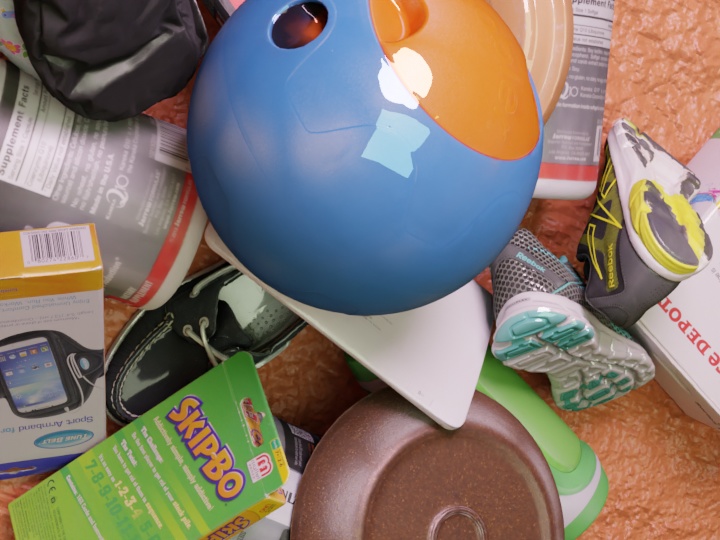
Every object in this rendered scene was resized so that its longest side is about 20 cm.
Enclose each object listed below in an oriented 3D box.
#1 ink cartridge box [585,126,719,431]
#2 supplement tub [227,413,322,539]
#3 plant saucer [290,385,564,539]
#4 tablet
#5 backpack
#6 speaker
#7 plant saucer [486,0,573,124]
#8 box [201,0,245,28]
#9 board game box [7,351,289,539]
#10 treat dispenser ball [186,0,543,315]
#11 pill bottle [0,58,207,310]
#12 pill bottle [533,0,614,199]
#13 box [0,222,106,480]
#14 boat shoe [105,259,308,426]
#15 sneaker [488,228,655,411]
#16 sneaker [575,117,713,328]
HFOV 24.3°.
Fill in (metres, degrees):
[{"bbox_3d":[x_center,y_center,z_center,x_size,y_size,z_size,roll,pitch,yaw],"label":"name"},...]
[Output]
[{"bbox_3d":[0.275,-0.003,1.193,0.200,0.084,0.145,-48,110,-9],"label":"ink cartridge box"},{"bbox_3d":[-0.023,0.177,1.086,0.199,0.122,0.123,26,88,-21],"label":"supplement tub"},{"bbox_3d":[0.053,0.167,1.038,0.199,0.037,0.202,4,82,-28],"label":"plant saucer"},{"bbox_3d":[0.000,0.000,1.043,0.200,0.014,0.130,38,39,-14],"label":"tablet"},{"bbox_3d":[-0.180,-0.196,0.940,0.126,0.200,0.167,-26,149,-19],"label":"backpack"},{"bbox_3d":[0.081,0.100,1.134,0.089,0.088,0.200,-47,110,-8],"label":"speaker"},{"bbox_3d":[0.033,-0.148,1.044,0.199,0.032,0.202,2,94,23],"label":"plant saucer"},{"bbox_3d":[-0.075,-0.253,1.006,0.137,0.040,0.200,-34,81,-12],"label":"box"},{"bbox_3d":[-0.127,0.137,1.014,0.200,0.096,0.030,-35,146,21],"label":"board game box"},{"bbox_3d":[0.002,-0.075,0.936,0.200,0.201,0.202,-3,99,-20],"label":"treat dispenser ball"},{"bbox_3d":[-0.196,-0.059,0.994,0.199,0.114,0.115,20,90,-21],"label":"pill bottle"},{"bbox_3d":[0.106,-0.151,1.093,0.115,0.116,0.201,2,96,-21],"label":"pill bottle"},{"bbox_3d":[-0.212,0.056,0.992,0.118,0.042,0.201,-6,142,-14],"label":"box"},{"bbox_3d":[-0.084,0.030,1.076,0.200,0.060,0.076,-43,109,-10],"label":"boat shoe"},{"bbox_3d":[0.140,0.031,1.131,0.077,0.092,0.200,-24,150,16],"label":"sneaker"},{"bbox_3d":[0.175,-0.034,1.110,0.074,0.200,0.085,37,114,-10],"label":"sneaker"}]
